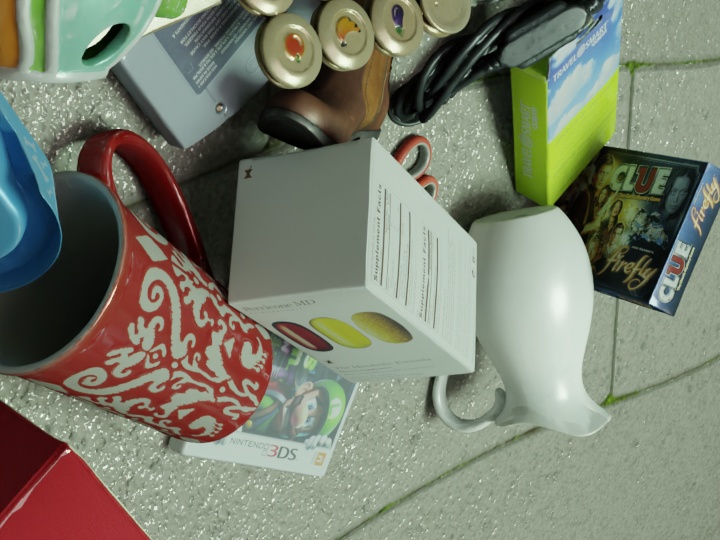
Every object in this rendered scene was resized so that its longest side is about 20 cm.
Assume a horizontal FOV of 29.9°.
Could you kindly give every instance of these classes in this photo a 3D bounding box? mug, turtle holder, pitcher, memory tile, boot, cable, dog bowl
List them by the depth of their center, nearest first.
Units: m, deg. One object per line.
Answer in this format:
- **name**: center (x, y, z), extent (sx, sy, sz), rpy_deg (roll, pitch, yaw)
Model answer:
- **turtle holder**: center (-0.167, -0.175, 0.731), extent (0.186, 0.139, 0.134), rpy_deg (-87, -179, -76)
- **dog bowl**: center (-0.246, -0.071, 0.769), extent (0.201, 0.110, 0.050), rpy_deg (62, 18, -44)
- **mug**: center (-0.142, 0.019, 0.908), extent (0.179, 0.133, 0.200), rpy_deg (-59, 143, -6)
- **memory tile**: center (-0.010, -0.217, 0.931), extent (0.199, 0.017, 0.155), rpy_deg (-25, 101, -38)
- **boot**: center (0.001, -0.182, 0.990), extent (0.188, 0.068, 0.203), rpy_deg (5, 104, -68)
- **cable**: center (0.105, -0.182, 1.089), extent (0.198, 0.163, 0.051), rpy_deg (-32, 100, 5)
- **pitcher**: center (0.136, 0.051, 1.248), extent (0.121, 0.169, 0.203), rpy_deg (-28, 109, -68)

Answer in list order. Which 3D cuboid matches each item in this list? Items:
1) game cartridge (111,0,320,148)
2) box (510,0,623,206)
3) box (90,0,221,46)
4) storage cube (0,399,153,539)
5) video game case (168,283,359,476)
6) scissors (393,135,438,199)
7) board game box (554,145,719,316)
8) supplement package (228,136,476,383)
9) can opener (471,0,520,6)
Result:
- **game cartridge**: center (-0.094, -0.191, 0.937), extent (0.201, 0.041, 0.134), rpy_deg (-53, 135, -17)
- **box**: center (0.188, -0.164, 1.225), extent (0.122, 0.047, 0.201), rpy_deg (-47, 151, -23)
- **box**: center (-0.163, -0.237, 0.809), extent (0.120, 0.032, 0.203), rpy_deg (-30, 118, -30)
- **storage cube**: center (-0.245, 0.189, 0.833), extent (0.180, 0.170, 0.201), rpy_deg (-49, 137, -22)
- **video game case**: center (-0.055, 0.066, 1.109), extent (0.181, 0.023, 0.203), rpy_deg (19, 92, -51)
- **scissors**: center (-0.002, -0.055, 1.120), extent (0.199, 0.014, 0.074), rpy_deg (-28, 128, -40)
- **board game box**: center (0.248, -0.044, 1.268), extent (0.034, 0.199, 0.137), rpy_deg (24, 89, -27)
- **supplement package**: center (0.000, 0.000, 0.992), extent (0.200, 0.112, 0.111), rpy_deg (38, 50, -56)
- **can opener**: center (0.121, -0.258, 1.121), extent (0.199, 0.053, 0.068), rpy_deg (-30, 115, -49)
